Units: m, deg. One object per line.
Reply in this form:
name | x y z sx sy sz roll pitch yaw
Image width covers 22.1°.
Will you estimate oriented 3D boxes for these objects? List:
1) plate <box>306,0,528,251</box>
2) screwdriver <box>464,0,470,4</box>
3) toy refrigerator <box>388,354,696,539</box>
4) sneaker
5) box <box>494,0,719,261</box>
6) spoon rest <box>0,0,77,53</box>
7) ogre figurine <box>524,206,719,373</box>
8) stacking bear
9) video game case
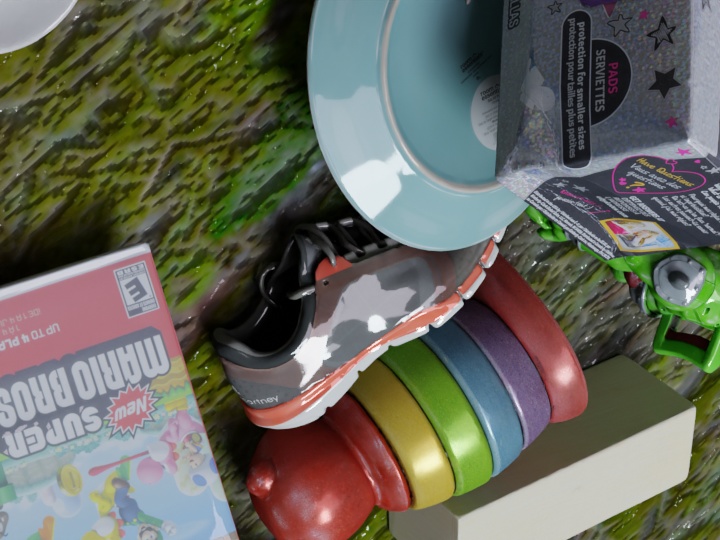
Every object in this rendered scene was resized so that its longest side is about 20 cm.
plate | 0.055 -0.110 0.987 0.199 0.026 0.201 -5 98 -40
screwdriver | 0.072 -0.236 0.939 0.028 0.029 0.201 -18 114 -61
toy refrigerator | 0.120 0.132 1.205 0.199 0.076 0.070 -22 128 -29
sneaker | 0.000 0.000 1.026 0.200 0.077 0.082 -45 128 -10
box | 0.152 -0.126 0.969 0.132 0.114 0.201 31 57 -50
spoon rest | -0.197 -0.142 0.779 0.199 0.061 0.100 0 116 -39
ogre figurine | 0.201 0.001 1.158 0.098 0.120 0.200 -47 137 -6
stacking bear | 0.023 0.090 1.080 0.199 0.114 0.122 -32 133 -14
video game case | -0.144 0.102 0.918 0.142 0.017 0.201 -18 95 -19
